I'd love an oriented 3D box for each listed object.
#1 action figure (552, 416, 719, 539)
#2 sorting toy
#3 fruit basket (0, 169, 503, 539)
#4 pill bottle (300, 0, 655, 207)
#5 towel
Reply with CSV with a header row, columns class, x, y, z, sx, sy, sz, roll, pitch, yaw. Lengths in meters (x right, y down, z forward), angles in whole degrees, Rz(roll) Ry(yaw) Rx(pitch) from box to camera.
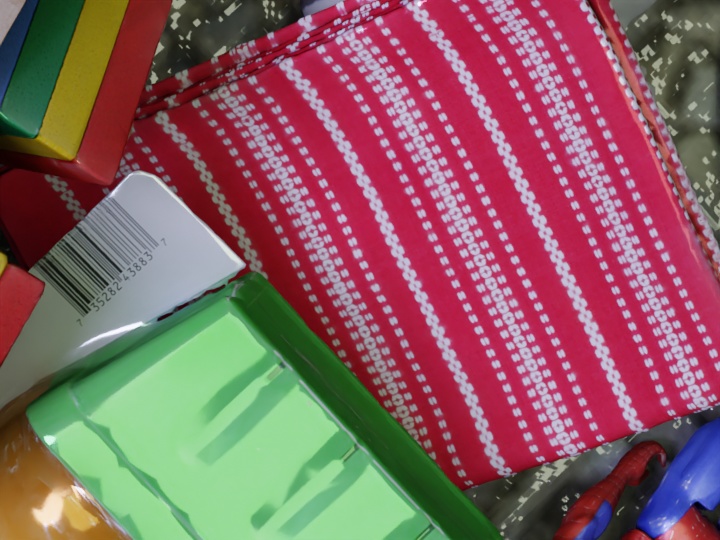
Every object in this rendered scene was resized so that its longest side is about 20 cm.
class,x,y,z,sx,sy,sz,roll,pitch,yaw
action figure,0.105,0.079,0.872,0.200,0.052,0.065,-41,91,-16
sorting toy,-0.125,-0.035,0.763,0.069,0.200,0.199,32,82,-24
fruit basket,-0.066,0.103,0.788,0.200,0.094,0.185,-43,92,16
pill bottle,0.029,-0.121,0.835,0.110,0.111,0.201,-12,90,-11
towel,0.000,0.000,0.807,0.199,0.022,0.145,-21,100,27
